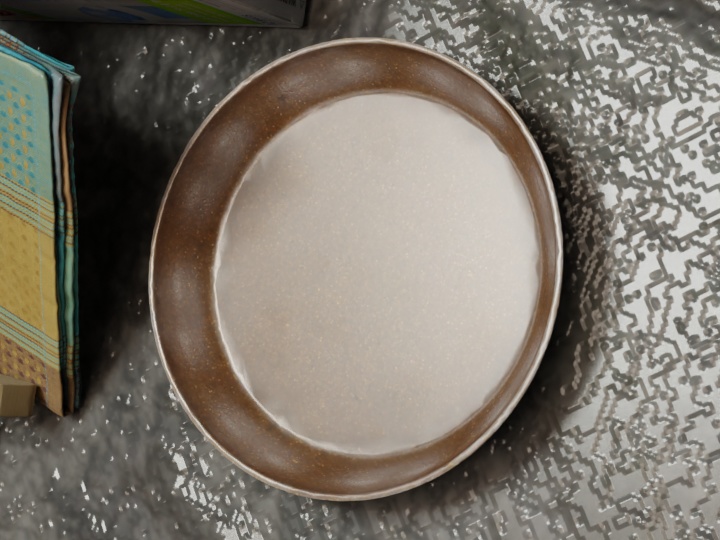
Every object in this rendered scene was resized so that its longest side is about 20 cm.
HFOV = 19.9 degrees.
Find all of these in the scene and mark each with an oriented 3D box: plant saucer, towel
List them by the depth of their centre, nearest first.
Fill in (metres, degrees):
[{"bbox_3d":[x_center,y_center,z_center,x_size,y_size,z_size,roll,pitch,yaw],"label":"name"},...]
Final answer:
[{"bbox_3d":[0.000,0.000,0.891,0.200,0.034,0.200,-4,82,26],"label":"plant saucer"},{"bbox_3d":[-0.181,-0.039,0.933,0.147,0.022,0.200,31,137,27],"label":"towel"}]

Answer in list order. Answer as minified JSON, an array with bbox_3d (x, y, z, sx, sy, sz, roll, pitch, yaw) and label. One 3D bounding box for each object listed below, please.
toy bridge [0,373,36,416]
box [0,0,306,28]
[{"bbox_3d":[-0.198,0.138,0.973,0.067,0.027,0.200,12,94,39],"label":"toy bridge"},{"bbox_3d":[-0.132,-0.172,0.934,0.200,0.112,0.101,5,88,28],"label":"box"}]
